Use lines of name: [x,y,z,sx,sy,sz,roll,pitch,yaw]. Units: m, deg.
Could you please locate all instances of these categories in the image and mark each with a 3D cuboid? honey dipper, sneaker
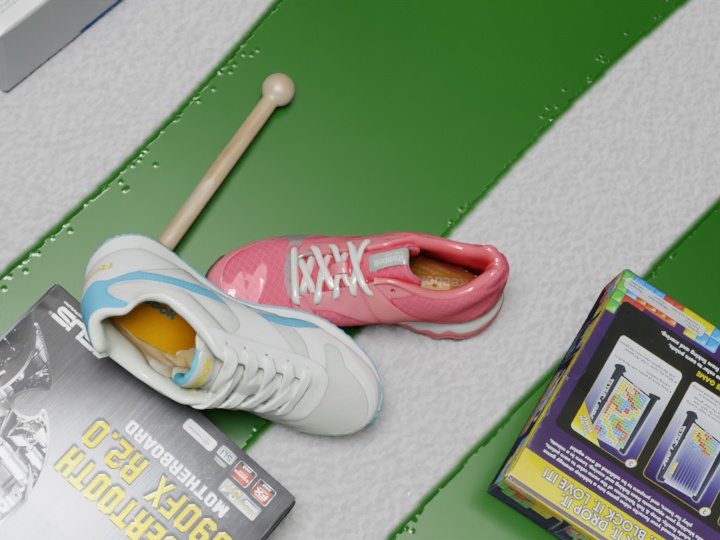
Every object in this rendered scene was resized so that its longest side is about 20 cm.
honey dipper: [-0.100,-0.052,0.989,0.038,0.038,0.200,33,66,2]
sneaker: [-0.077,0.055,0.909,0.199,0.077,0.081,25,24,-16]
sneaker: [0.000,0.000,0.959,0.199,0.087,0.074,-1,72,-10]

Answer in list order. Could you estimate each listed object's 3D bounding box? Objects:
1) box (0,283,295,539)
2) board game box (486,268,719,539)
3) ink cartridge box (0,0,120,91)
box: [-0.164,0.132,0.908,0.200,0.048,0.158,42,70,5]
board game box: [0.208,0.124,0.974,0.199,0.057,0.166,34,72,1]
ink cartridge box: [-0.249,-0.244,0.994,0.146,0.084,0.200,-42,83,-19]
